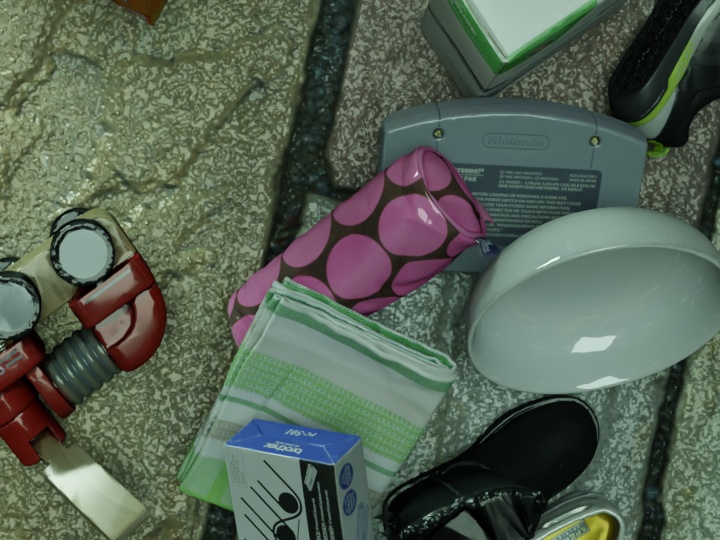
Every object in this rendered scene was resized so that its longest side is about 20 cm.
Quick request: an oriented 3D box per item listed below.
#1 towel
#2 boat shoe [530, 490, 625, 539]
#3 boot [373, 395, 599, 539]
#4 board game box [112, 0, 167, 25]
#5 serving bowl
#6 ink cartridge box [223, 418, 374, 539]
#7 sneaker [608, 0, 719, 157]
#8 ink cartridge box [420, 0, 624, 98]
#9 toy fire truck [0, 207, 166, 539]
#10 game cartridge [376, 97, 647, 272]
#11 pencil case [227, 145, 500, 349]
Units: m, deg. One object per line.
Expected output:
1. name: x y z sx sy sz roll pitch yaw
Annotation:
1. towel: -0.036 0.115 1.198 0.148 0.031 0.201 26 119 -6
2. boat shoe: 0.117 0.240 1.233 0.201 0.086 0.075 -32 92 -5
3. boot: 0.101 0.161 1.195 0.197 0.162 0.074 -27 93 -5
4. board game box: -0.184 -0.324 1.159 0.199 0.200 0.201 30 87 -4
5. serving bowl: 0.169 0.013 1.206 0.198 0.201 0.066 -7 56 -5
6. ink cartridge box: -0.036 0.210 1.185 0.093 0.044 0.202 6 116 30
7. sneaker: 0.267 -0.178 1.274 0.083 0.072 0.201 39 87 -27
8. ink cartridge box: 0.127 -0.202 1.185 0.145 0.200 0.084 -34 89 -5
9. toy fire truck: -0.204 0.080 1.200 0.175 0.129 0.201 -36 104 -5
10. game cartridge: 0.110 -0.062 1.235 0.198 0.042 0.134 3 113 -5
11. pencil case: 0.000 0.000 1.200 0.199 0.093 0.091 -34 69 22
